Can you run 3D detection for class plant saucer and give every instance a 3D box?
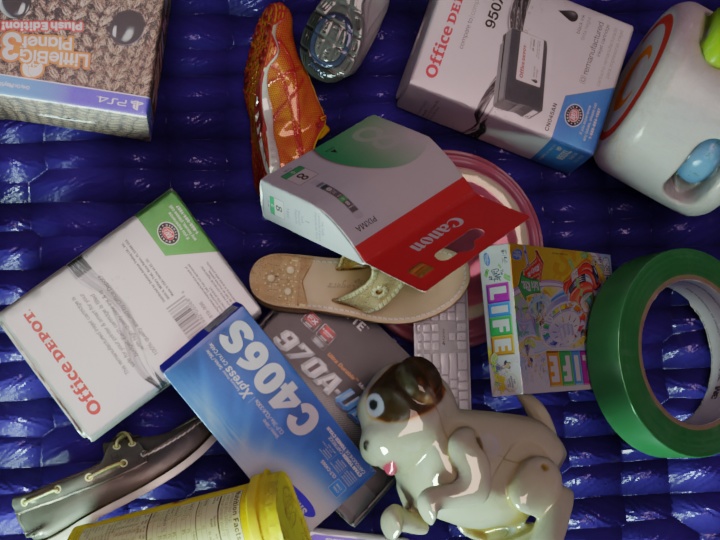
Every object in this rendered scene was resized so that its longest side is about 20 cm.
[{"bbox_3d":[0.089,-0.023,1.236,0.198,0.051,0.203,1,82,-7],"label":"plant saucer"}]

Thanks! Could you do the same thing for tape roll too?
[{"bbox_3d":[0.311,0.081,1.218,0.199,0.048,0.202,6,79,-31],"label":"tape roll"}]

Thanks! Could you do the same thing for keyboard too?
[{"bbox_3d":[0.079,0.112,1.189,0.056,0.011,0.202,-1,86,-10],"label":"keyboard"}]

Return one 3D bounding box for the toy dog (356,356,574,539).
[{"bbox_3d":[0.087,0.160,1.116,0.199,0.139,0.195,33,65,-11],"label":"toy dog"}]

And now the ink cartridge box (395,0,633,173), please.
[{"bbox_3d":[0.152,-0.205,1.251,0.198,0.084,0.146,20,80,-4],"label":"ink cartridge box"}]

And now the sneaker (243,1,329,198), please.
[{"bbox_3d":[-0.072,-0.163,1.232,0.076,0.073,0.202,-3,90,-24],"label":"sneaker"}]

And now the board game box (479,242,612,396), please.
[{"bbox_3d":[0.185,0.048,1.184,0.199,0.034,0.136,3,80,-52],"label":"board game box"}]

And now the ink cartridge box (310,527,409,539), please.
[{"bbox_3d":[-0.062,0.341,1.170,0.196,0.043,0.202,8,80,-6],"label":"ink cartridge box"}]

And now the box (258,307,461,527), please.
[{"bbox_3d":[-0.027,0.120,1.202,0.200,0.046,0.159,45,79,-1],"label":"box"}]

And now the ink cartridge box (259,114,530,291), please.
[{"bbox_3d":[0.031,-0.067,1.142,0.199,0.050,0.161,24,43,36],"label":"ink cartridge box"}]

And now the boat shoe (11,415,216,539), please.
[{"bbox_3d":[-0.226,0.187,1.154,0.201,0.072,0.061,-31,92,-7],"label":"boat shoe"}]

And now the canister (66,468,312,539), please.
[{"bbox_3d":[-0.143,0.269,1.089,0.198,0.087,0.150,-15,108,8],"label":"canister"}]

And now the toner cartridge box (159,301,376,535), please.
[{"bbox_3d":[-0.083,0.136,1.130,0.095,0.043,0.200,-40,101,-8],"label":"toner cartridge box"}]

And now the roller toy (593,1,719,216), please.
[{"bbox_3d":[0.326,-0.154,1.221,0.139,0.200,0.184,28,93,-4],"label":"roller toy"}]

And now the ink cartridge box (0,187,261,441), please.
[{"bbox_3d":[-0.214,0.044,1.168,0.199,0.083,0.147,-36,89,-11],"label":"ink cartridge box"}]

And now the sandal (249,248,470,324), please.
[{"bbox_3d":[0.000,0.006,1.153,0.210,0.070,0.078,-1,75,0],"label":"sandal"}]

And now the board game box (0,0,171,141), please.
[{"bbox_3d":[-0.266,-0.242,1.192,0.158,0.097,0.202,7,81,-7],"label":"board game box"}]

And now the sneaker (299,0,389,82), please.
[{"bbox_3d":[0.001,-0.280,1.222,0.074,0.087,0.201,28,99,9],"label":"sneaker"}]
